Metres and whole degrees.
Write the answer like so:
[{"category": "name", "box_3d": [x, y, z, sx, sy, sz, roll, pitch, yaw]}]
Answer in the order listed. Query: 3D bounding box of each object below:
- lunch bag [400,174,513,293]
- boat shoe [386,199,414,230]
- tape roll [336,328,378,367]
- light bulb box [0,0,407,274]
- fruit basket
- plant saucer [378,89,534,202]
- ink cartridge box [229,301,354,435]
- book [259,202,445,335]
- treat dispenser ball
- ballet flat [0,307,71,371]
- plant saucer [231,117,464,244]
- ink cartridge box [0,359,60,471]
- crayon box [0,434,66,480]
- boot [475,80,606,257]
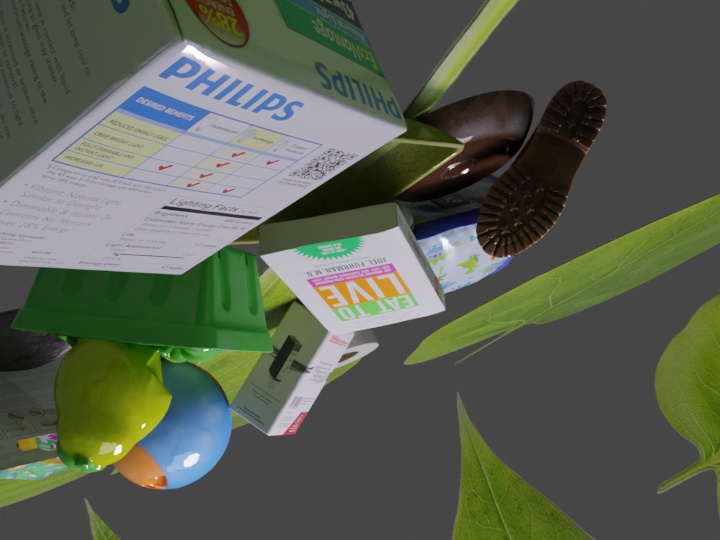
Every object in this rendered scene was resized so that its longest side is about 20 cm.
[{"category": "lunch bag", "box_3d": [0.099, -0.040, 1.000, 0.170, 0.128, 0.200, -17, 175, -17]}, {"category": "boat shoe", "box_3d": [0.013, -0.025, 0.905, 0.072, 0.071, 0.200, -48, -166, -20]}, {"category": "tape roll", "box_3d": [-0.060, 0.180, 1.779, 0.203, 0.037, 0.203, -20, 166, -5]}, {"category": "light bulb box", "box_3d": [-0.117, -0.096, 0.459, 0.200, 0.125, 0.198, -29, 164, 26]}, {"category": "fruit basket", "box_3d": [-0.195, 0.072, 0.723, 0.215, 0.216, 0.155, -25, 166, 14]}, {"category": "plant saucer", "box_3d": [0.099, -0.121, 0.878, 0.200, 0.037, 0.200, -20, 165, -6]}, {"category": "ink cartridge box", "box_3d": [-0.106, 0.160, 1.335, 0.200, 0.084, 0.144, -58, 165, -2]}, {"category": "book", "box_3d": [0.000, 0.000, 0.825, 0.134, 0.048, 0.200, -10, 153, 16]}, {"category": "treat dispenser ball", "box_3d": [-0.302, 0.238, 1.285, 0.201, 0.201, 0.201, -20, 166, -5]}, {"category": "ballet flat", "box_3d": [-0.320, 0.054, 0.885, 0.200, 0.067, 0.046, -21, -161, -17]}, {"category": "plant saucer", "box_3d": [-0.036, -0.090, 0.766, 0.200, 0.048, 0.200, -32, 163, 38]}, {"category": "ink cartridge box", "box_3d": [-0.369, 0.143, 0.853, 0.162, 0.200, 0.050, -2, 127, -54]}, {"category": "crayon box", "box_3d": [-0.475, 0.225, 1.150, 0.058, 0.119, 0.200, -20, 166, -6]}, {"category": "boot", "box_3d": [0.193, -0.100, 0.889, 0.200, 0.075, 0.107, -57, 174, 4]}]
